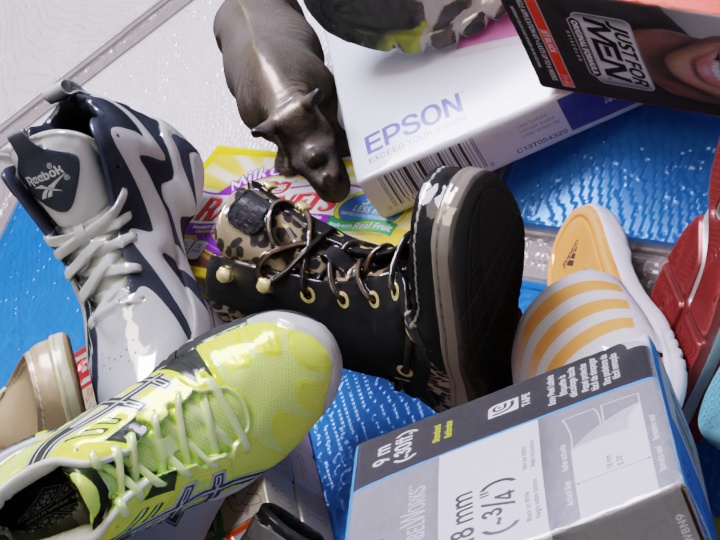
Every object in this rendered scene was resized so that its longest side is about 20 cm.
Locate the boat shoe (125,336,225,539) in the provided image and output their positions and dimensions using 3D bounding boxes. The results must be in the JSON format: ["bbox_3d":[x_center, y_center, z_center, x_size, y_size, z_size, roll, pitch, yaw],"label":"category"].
[{"bbox_3d":[-0.111,0.119,0.995,0.201,0.069,0.057,-54,28,-7],"label":"boat shoe"}]

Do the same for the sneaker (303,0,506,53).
[{"bbox_3d":[0.063,-0.180,1.053,0.198,0.075,0.085,-18,43,5],"label":"sneaker"}]

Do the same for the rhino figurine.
[{"bbox_3d":[-0.041,-0.098,1.112,0.059,0.088,0.201,-26,33,3],"label":"rhino figurine"}]

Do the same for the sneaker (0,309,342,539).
[{"bbox_3d":[-0.094,0.088,0.909,0.199,0.076,0.076,-31,9,4],"label":"sneaker"}]

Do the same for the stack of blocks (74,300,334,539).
[{"bbox_3d":[-0.088,0.107,1.067,0.115,0.059,0.201,-32,47,19],"label":"stack of blocks"}]

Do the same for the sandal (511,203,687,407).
[{"bbox_3d":[0.096,0.031,0.923,0.207,0.059,0.080,-101,31,-60],"label":"sandal"}]

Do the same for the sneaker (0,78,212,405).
[{"bbox_3d":[-0.143,-0.017,1.056,0.079,0.129,0.201,-17,53,31],"label":"sneaker"}]

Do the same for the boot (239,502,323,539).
[{"bbox_3d":[-0.081,0.158,0.929,0.132,0.200,0.070,-50,44,6],"label":"boot"}]

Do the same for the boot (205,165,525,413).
[{"bbox_3d":[0.000,0.000,0.935,0.149,0.200,0.074,21,69,17],"label":"boot"}]

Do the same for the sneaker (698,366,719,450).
[{"bbox_3d":[0.218,0.076,0.764,0.080,0.130,0.200,-58,7,3],"label":"sneaker"}]

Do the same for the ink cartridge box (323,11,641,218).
[{"bbox_3d":[0.075,-0.148,1.089,0.195,0.043,0.201,-24,51,13],"label":"ink cartridge box"}]

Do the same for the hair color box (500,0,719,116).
[{"bbox_3d":[0.171,-0.121,0.934,0.198,0.102,0.062,12,70,27],"label":"hair color box"}]

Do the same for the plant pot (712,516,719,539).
[{"bbox_3d":[0.106,0.202,0.780,0.186,0.188,0.201,-4,45,38],"label":"plant pot"}]

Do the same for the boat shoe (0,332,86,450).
[{"bbox_3d":[-0.185,0.102,1.066,0.200,0.064,0.073,115,145,-55],"label":"boat shoe"}]

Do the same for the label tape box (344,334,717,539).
[{"bbox_3d":[0.037,0.111,0.772,0.198,0.064,0.144,-22,17,10],"label":"label tape box"}]

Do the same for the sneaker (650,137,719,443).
[{"bbox_3d":[0.203,0.002,0.886,0.079,0.114,0.201,-99,23,-58],"label":"sneaker"}]

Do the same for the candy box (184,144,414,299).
[{"bbox_3d":[-0.036,-0.022,1.114,0.199,0.027,0.102,9,50,42],"label":"candy box"}]
